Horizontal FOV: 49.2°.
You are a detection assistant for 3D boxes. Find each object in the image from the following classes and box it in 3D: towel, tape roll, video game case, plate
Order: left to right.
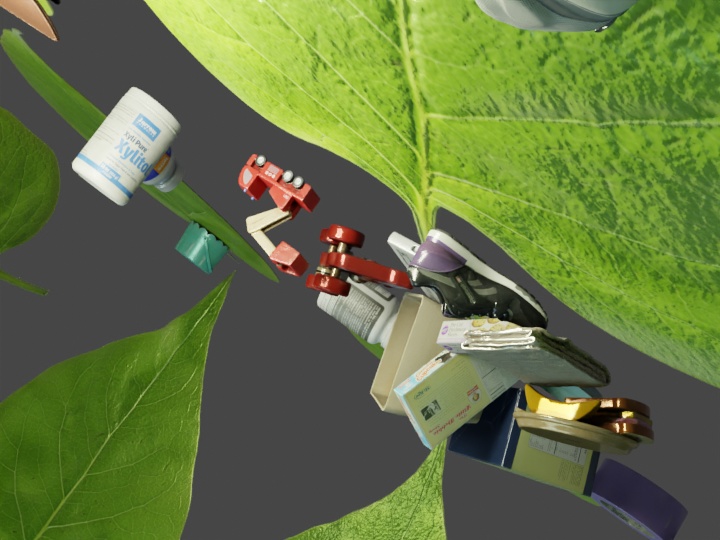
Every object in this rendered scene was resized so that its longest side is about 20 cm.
[{"bbox_3d":[0.146,0.029,1.223,0.180,0.023,0.200,30,168,36],"label":"video game case"},{"bbox_3d":[0.240,0.120,1.075,0.131,0.035,0.198,-6,154,44],"label":"towel"},{"bbox_3d":[0.333,0.184,1.289,0.198,0.026,0.200,36,172,6],"label":"plate"},{"bbox_3d":[0.594,0.500,1.696,0.198,0.086,0.200,36,172,6],"label":"tape roll"}]

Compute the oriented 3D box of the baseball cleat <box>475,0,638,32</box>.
[{"bbox_3d":[0.049,-0.182,0.396,0.199,0.070,0.106,37,170,-1],"label":"baseball cleat"}]

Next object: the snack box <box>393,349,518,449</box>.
[{"bbox_3d":[0.162,0.187,1.297,0.118,0.198,0.037,61,166,-21],"label":"snack box"}]

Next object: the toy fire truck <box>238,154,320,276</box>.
[{"bbox_3d":[-0.142,-0.094,1.303,0.198,0.142,0.049,31,170,28],"label":"toy fire truck"}]

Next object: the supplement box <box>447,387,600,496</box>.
[{"bbox_3d":[0.302,0.304,1.437,0.196,0.137,0.199,22,169,-19],"label":"supplement box"}]

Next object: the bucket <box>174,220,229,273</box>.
[{"bbox_3d":[-0.650,-0.091,3.213,0.205,0.136,0.207,35,172,5],"label":"bucket"}]

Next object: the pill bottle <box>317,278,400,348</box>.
[{"bbox_3d":[0.015,0.083,1.682,0.198,0.115,0.114,35,171,11],"label":"pill bottle"}]

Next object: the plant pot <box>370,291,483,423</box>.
[{"bbox_3d":[0.141,0.167,1.406,0.174,0.204,0.200,20,178,-6],"label":"plant pot"}]

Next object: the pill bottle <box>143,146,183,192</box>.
[{"bbox_3d":[-0.512,-0.276,1.867,0.111,0.113,0.200,27,168,41],"label":"pill bottle"}]

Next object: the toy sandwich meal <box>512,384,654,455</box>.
[{"bbox_3d":[0.321,0.214,1.144,0.200,0.072,0.205,15,167,3],"label":"toy sandwich meal"}]

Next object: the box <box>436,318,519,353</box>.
[{"bbox_3d":[0.193,0.099,1.186,0.038,0.042,0.199,32,160,-26],"label":"box"}]

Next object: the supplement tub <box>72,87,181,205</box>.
[{"bbox_3d":[-0.465,-0.246,1.566,0.131,0.202,0.132,34,171,6],"label":"supplement tub"}]

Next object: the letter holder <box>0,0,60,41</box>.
[{"bbox_3d":[-0.440,-0.405,1.015,0.141,0.102,0.200,34,171,-1],"label":"letter holder"}]

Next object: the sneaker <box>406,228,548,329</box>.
[{"bbox_3d":[0.151,0.038,1.042,0.198,0.088,0.076,35,171,5],"label":"sneaker"}]

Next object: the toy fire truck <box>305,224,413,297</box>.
[{"bbox_3d":[0.000,0.000,1.403,0.165,0.115,0.200,19,175,-12],"label":"toy fire truck"}]
